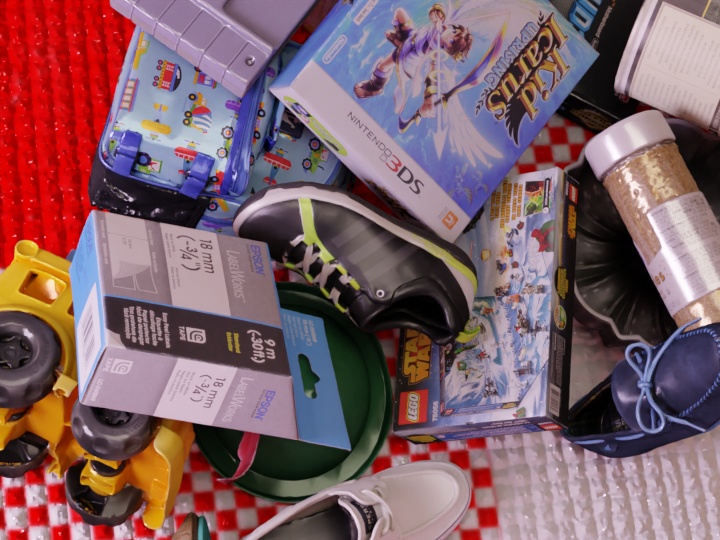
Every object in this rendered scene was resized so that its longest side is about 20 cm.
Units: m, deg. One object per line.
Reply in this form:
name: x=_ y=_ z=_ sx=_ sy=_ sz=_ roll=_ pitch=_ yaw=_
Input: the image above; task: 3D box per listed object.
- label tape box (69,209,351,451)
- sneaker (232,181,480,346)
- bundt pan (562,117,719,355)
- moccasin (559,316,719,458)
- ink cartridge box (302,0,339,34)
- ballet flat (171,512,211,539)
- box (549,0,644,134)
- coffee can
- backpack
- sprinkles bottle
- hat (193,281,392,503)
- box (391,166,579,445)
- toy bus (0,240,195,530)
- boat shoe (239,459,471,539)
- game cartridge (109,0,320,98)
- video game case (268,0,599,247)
label tape box: x=-0.098 y=0.041 z=1.474 sx=0.199 sy=0.063 sz=0.145 roll=11 pitch=38 yaw=-21
sneaker: x=0.000 y=0.000 z=1.551 sx=0.199 sy=0.072 sz=0.083 roll=18 pitch=49 yaw=-11
bundt pan: x=0.239 y=-0.017 z=1.682 sx=0.201 sy=0.076 sz=0.203 roll=3 pitch=70 yaw=-10
moccasin: x=0.216 y=0.099 z=1.566 sx=0.068 sy=0.200 sz=0.081 roll=3 pitch=61 yaw=-25
ink cartridge box: x=0.012 y=-0.254 z=1.694 sx=0.200 sy=0.129 sz=0.125 roll=45 pitch=68 yaw=5
ballet flat: x=-0.125 y=0.278 z=1.517 sx=0.072 sy=0.068 sz=0.201 roll=-16 pitch=77 yaw=4
box: x=0.185 y=-0.229 z=1.762 sx=0.158 sy=0.046 sz=0.201 roll=28 pitch=68 yaw=-3
coffee can: x=0.318 y=-0.168 z=1.648 sx=0.199 sy=0.147 sz=0.147 roll=24 pitch=67 yaw=9
backpack: x=-0.092 y=-0.108 z=1.618 sx=0.199 sy=0.135 sz=0.183 roll=19 pitch=67 yaw=-5
sprinkles bottle: x=0.245 y=-0.022 z=1.608 sx=0.068 sy=0.068 sz=0.201 roll=-22 pitch=76 yaw=-18
hat: x=-0.038 y=0.077 z=1.535 sx=0.165 sy=0.176 sz=0.201 roll=2 pitch=71 yaw=-12
box: x=0.097 y=0.028 z=1.614 sx=0.136 sy=0.040 sz=0.201 roll=-8 pitch=66 yaw=33
toy bus: x=-0.192 y=0.066 z=1.539 sx=0.199 sy=0.136 sz=0.192 roll=26 pitch=54 yaw=7
boat shoe: x=-0.004 y=0.188 z=1.564 sx=0.199 sy=0.066 sz=0.072 roll=-15 pitch=75 yaw=-16
game cartridge: x=-0.083 y=-0.240 z=1.580 sx=0.129 sy=0.038 sz=0.200 roll=36 pitch=66 yaw=-1
video game case: x=0.059 y=-0.151 z=1.592 sx=0.181 sy=0.045 sz=0.200 roll=44 pitch=76 yaw=-22
